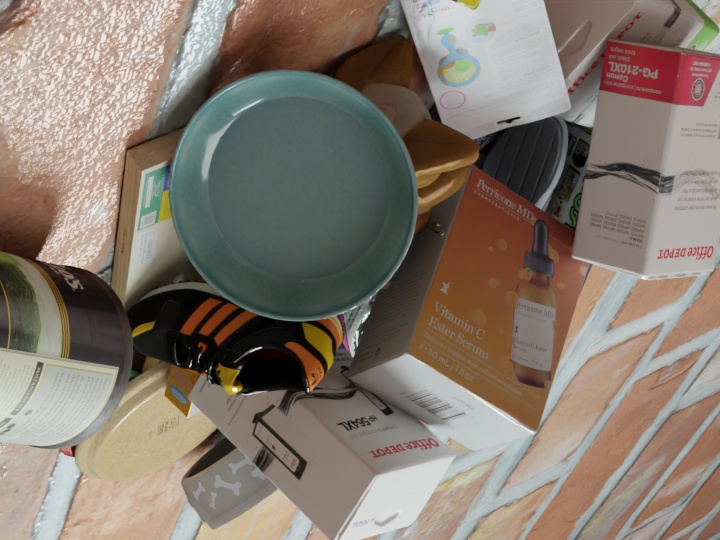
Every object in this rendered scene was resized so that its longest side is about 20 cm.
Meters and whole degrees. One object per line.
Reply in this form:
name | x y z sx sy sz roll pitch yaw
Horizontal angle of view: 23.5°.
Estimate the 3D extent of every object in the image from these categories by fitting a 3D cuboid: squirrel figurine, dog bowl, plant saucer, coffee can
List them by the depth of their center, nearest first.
coffee can | -0.286 0.056 1.299 0.146 0.147 0.200 -44 156 14
plant saucer | -0.051 -0.061 1.364 0.200 0.200 0.036 -45 -175 17
squirrel figurine | -0.008 -0.065 1.479 0.199 0.142 0.187 -27 153 -23
dog bowl | -0.104 0.193 1.828 0.199 0.059 0.200 -35 -176 3

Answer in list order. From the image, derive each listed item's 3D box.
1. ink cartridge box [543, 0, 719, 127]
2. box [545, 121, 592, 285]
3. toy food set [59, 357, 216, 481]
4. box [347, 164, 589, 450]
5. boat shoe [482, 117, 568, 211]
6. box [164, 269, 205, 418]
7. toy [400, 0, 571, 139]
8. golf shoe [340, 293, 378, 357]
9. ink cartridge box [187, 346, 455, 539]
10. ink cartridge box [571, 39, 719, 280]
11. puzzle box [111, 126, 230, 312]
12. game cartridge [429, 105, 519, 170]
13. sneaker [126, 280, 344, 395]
ink cartridge box | 0.232 -0.214 1.630 0.146 0.084 0.199 -48 155 20
box | 0.195 -0.042 1.713 0.034 0.110 0.201 11 110 -30
toy food set | -0.200 0.134 1.687 0.197 0.049 0.200 -33 156 -11
box | 0.102 0.036 1.572 0.106 0.152 0.201 -26 -141 57
boat shoe | 0.148 -0.067 1.696 0.201 0.072 0.062 -65 164 18
box | -0.112 0.050 1.578 0.119 0.041 0.201 -27 145 -41
toy | 0.106 -0.201 1.489 0.114 0.048 0.200 -16 143 7
golf shoe | 0.000 0.000 1.627 0.073 0.092 0.201 -37 139 -43
ink cartridge box | -0.033 0.141 1.554 0.146 0.200 0.085 -4 130 -58
ink cartridge box | 0.274 -0.101 1.572 0.144 0.084 0.202 -4 106 -52
puzzle box | -0.142 -0.053 1.460 0.132 0.025 0.201 -24 153 -28
game cartridge | 0.112 -0.119 1.699 0.130 0.039 0.199 -44 156 23
sneaker | -0.118 0.064 1.454 0.090 0.198 0.070 -68 155 -50
